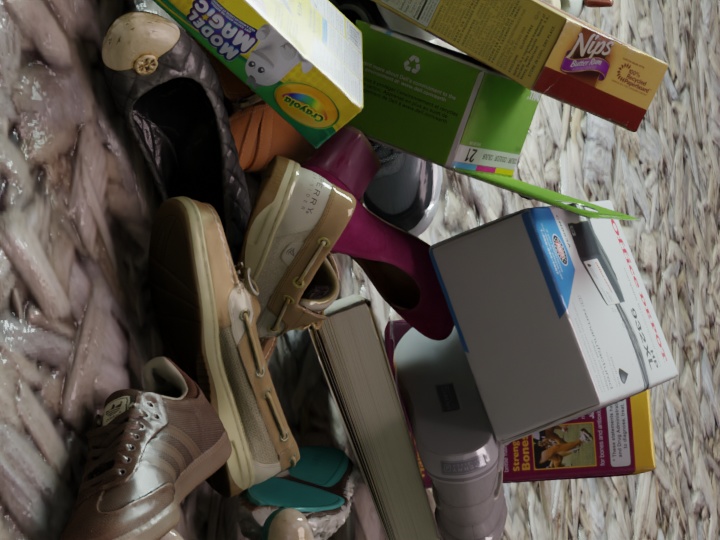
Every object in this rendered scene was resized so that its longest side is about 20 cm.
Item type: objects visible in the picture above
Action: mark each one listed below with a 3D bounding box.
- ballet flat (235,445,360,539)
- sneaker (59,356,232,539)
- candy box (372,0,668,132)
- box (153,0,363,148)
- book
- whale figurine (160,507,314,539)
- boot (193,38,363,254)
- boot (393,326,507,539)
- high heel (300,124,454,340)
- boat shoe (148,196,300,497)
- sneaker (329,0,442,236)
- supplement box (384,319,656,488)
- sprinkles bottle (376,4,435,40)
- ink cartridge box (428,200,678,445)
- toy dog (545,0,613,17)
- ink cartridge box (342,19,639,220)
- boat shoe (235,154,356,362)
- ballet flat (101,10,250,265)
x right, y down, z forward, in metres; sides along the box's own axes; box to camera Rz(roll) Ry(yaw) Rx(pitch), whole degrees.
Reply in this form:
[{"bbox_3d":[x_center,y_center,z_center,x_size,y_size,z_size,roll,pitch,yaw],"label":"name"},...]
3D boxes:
[{"bbox_3d":[-0.039,0.166,1.582,0.200,0.071,0.072,-26,109,-77],"label":"ballet flat"},{"bbox_3d":[-0.138,0.113,1.371,0.076,0.070,0.200,62,19,-8],"label":"sneaker"},{"bbox_3d":[0.098,-0.166,1.607,0.116,0.200,0.057,17,104,-45],"label":"candy box"},{"bbox_3d":[-0.082,-0.177,1.488,0.200,0.048,0.118,44,21,-22],"label":"box"},{"bbox_3d":[0.017,0.120,1.706,0.134,0.048,0.201,-86,157,-87],"label":"book"},{"bbox_3d":[-0.081,0.217,1.453,0.200,0.104,0.160,28,79,-40],"label":"whale figurine"},{"bbox_3d":[-0.069,-0.084,1.599,0.155,0.073,0.201,-44,121,-60],"label":"boot"},{"bbox_3d":[0.065,0.119,1.688,0.200,0.073,0.096,-90,173,-61],"label":"boot"},{"bbox_3d":[0.000,0.000,1.624,0.096,0.067,0.200,-54,130,-28],"label":"high heel"},{"bbox_3d":[-0.082,0.043,1.477,0.063,0.073,0.202,-21,113,-25],"label":"boat shoe"},{"bbox_3d":[0.003,-0.123,1.792,0.114,0.075,0.201,4,75,-69],"label":"sneaker"},{"bbox_3d":[0.121,0.101,1.834,0.103,0.199,0.132,102,-14,-84],"label":"supplement box"},{"bbox_3d":[0.029,-0.242,1.794,0.200,0.068,0.068,-112,-177,-59],"label":"sprinkles bottle"},{"bbox_3d":[0.141,0.032,1.682,0.200,0.083,0.146,-8,76,-67],"label":"ink cartridge box"},{"bbox_3d":[0.195,-0.322,2.337,0.132,0.096,0.201,-57,137,-60],"label":"toy dog"},{"bbox_3d":[0.096,-0.100,1.630,0.148,0.199,0.076,0,110,-70],"label":"ink cartridge box"},{"bbox_3d":[-0.047,0.008,1.519,0.200,0.066,0.074,107,2,-57],"label":"boat shoe"},{"bbox_3d":[-0.108,-0.079,1.473,0.057,0.066,0.200,-107,176,-48],"label":"ballet flat"}]
